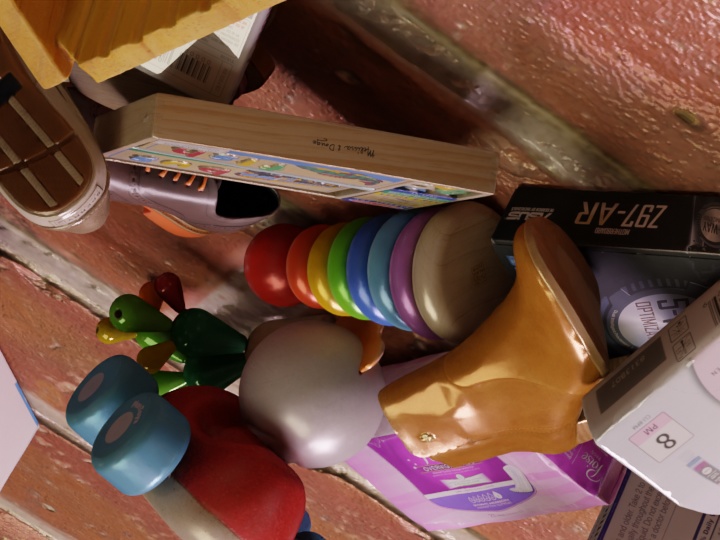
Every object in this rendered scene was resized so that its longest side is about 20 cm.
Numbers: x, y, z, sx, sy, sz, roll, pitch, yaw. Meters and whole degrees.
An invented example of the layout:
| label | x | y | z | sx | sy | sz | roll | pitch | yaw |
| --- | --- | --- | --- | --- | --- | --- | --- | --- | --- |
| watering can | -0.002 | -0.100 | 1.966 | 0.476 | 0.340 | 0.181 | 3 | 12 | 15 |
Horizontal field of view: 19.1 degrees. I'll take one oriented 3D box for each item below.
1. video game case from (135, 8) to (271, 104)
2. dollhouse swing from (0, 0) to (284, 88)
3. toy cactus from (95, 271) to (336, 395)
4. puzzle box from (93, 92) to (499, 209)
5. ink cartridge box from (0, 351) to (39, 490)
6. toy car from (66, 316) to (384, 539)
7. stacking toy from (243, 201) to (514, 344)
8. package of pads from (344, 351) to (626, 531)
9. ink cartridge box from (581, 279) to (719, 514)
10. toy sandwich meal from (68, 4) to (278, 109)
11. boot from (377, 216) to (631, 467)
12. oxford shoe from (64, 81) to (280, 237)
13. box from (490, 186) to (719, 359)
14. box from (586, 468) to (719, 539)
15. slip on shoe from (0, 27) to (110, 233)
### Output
| label | x | y | z | sx | sy | sz | roll | pitch | yaw |
| --- | --- | --- | --- | --- | --- | --- | --- | --- | --- |
| video game case | -0.127 | -0.200 | 1.102 | 0.200 | 0.023 | 0.182 | 27 | 126 | 1 |
| dollhouse swing | -0.115 | -0.221 | 0.961 | 0.200 | 0.182 | 0.176 | -18 | 137 | 35 |
| toy cactus | -0.086 | 0.062 | 1.513 | 0.165 | 0.102 | 0.200 | -17 | 129 | 27 |
| puzzle box | -0.040 | -0.064 | 1.194 | 0.200 | 0.025 | 0.133 | 9 | 175 | -20 |
| ink cartridge box | -0.400 | 0.120 | 1.807 | 0.200 | 0.125 | 0.129 | 14 | 148 | 22 |
| toy car | -0.054 | 0.095 | 1.409 | 0.184 | 0.200 | 0.177 | 44 | 177 | -22 |
| stacking toy | 0.000 | 0.000 | 1.333 | 0.200 | 0.085 | 0.085 | 1 | 142 | 45 |
| package of pads | 0.077 | 0.112 | 1.445 | 0.120 | 0.076 | 0.200 | 40 | 149 | -23 |
| ink cartridge box | 0.248 | 0.082 | 1.181 | 0.200 | 0.057 | 0.163 | 37 | 114 | -22 |
| toy sandwich meal | -0.135 | -0.168 | 1.182 | 0.205 | 0.070 | 0.205 | 21 | 150 | 12 |
| boot | 0.074 | 0.053 | 1.223 | 0.144 | 0.071 | 0.201 | -16 | 142 | 16 |
| oxford shoe | -0.124 | -0.070 | 1.295 | 0.072 | 0.071 | 0.200 | 0 | 168 | 34 |
| box | 0.187 | 0.034 | 1.260 | 0.160 | 0.044 | 0.200 | 5 | 143 | 35 |
| box | 0.231 | 0.254 | 1.433 | 0.200 | 0.184 | 0.105 | 26 | 153 | 5 |
| slip on shoe | -0.201 | -0.103 | 1.195 | 0.200 | 0.076 | 0.061 | 50 | -179 | 19 |
